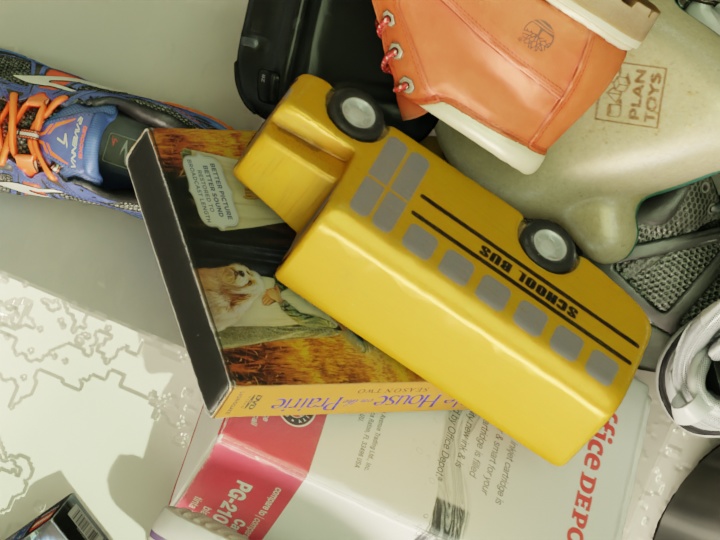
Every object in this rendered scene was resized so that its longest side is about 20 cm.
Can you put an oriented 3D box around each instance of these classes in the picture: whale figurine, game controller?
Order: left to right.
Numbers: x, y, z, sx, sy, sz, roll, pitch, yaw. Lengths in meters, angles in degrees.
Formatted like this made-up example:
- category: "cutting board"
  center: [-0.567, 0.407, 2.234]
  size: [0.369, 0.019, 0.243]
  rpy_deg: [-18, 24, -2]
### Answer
- category: "game controller"
  center: [0.007, -0.160, 1.379]
  size: [0.104, 0.042, 0.200]
  rpy_deg: [14, 96, 4]
- category: "whale figurine"
  center: [0.135, -0.081, 1.390]
  size: [0.200, 0.104, 0.159]
  rpy_deg: [8, 90, 24]

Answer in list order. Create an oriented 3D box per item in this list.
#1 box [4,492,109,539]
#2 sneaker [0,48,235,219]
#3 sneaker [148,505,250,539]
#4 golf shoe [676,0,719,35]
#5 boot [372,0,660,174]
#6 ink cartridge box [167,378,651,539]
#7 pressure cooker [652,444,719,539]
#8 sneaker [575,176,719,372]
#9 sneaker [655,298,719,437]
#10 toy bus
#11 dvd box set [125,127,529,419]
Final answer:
- category: "box"
  center: [-0.135, 0.226, 1.422]
  size: [0.137, 0.040, 0.200]
  rpy_deg: [-35, 97, 19]
- category: "sneaker"
  center: [-0.146, -0.067, 1.419]
  size: [0.200, 0.078, 0.076]
  rpy_deg: [8, 89, -9]
- category: "sneaker"
  center: [-0.039, 0.201, 1.352]
  size: [0.200, 0.073, 0.114]
  rpy_deg: [40, 84, -18]
- category: "golf shoe"
  center: [0.171, -0.131, 1.461]
  size: [0.078, 0.094, 0.200]
  rpy_deg: [43, 87, -9]
- category: "boot"
  center: [0.024, -0.127, 1.325]
  size: [0.200, 0.075, 0.107]
  rpy_deg: [34, 104, 3]
- category: "ink cartridge box"
  center: [0.026, 0.087, 1.414]
  size: [0.200, 0.084, 0.145]
  rpy_deg: [25, 49, -9]
- category: "pressure cooker"
  center: [0.243, 0.160, 1.424]
  size: [0.176, 0.200, 0.179]
  rpy_deg: [17, 89, -13]
- category: "sneaker"
  center: [0.190, 0.001, 1.475]
  size: [0.199, 0.076, 0.114]
  rpy_deg: [12, 96, -4]
- category: "sneaker"
  center: [0.227, 0.019, 1.374]
  size: [0.200, 0.115, 0.075]
  rpy_deg: [-32, 88, 9]
- category: "toy bus"
  center: [0.032, -0.001, 1.334]
  size: [0.200, 0.065, 0.078]
  rpy_deg: [34, 47, -5]
- category: "dvd box set"
  center: [0.000, 0.000, 1.381]
  size: [0.200, 0.029, 0.147]
  rpy_deg: [1, 56, -32]
